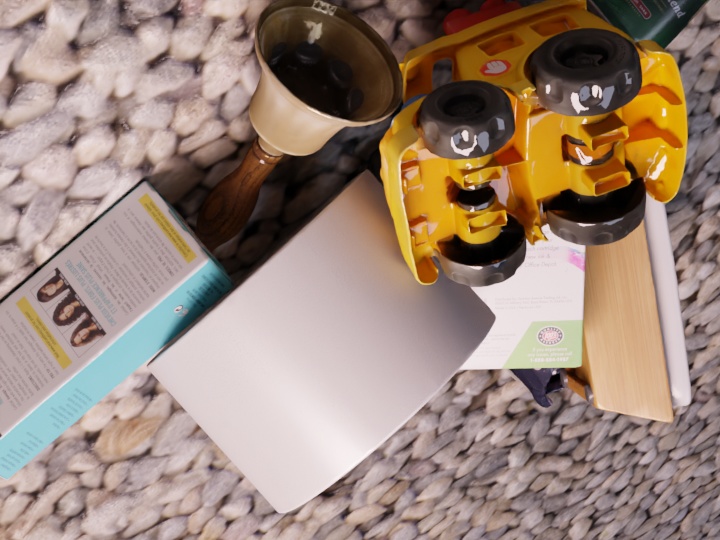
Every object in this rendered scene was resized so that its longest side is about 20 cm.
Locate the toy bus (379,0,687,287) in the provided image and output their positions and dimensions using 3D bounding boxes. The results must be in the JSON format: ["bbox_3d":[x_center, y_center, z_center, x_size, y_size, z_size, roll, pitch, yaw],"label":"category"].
[{"bbox_3d":[0.088,-0.106,1.304,0.200,0.192,0.136,-21,133,-13],"label":"toy bus"}]

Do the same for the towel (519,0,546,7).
[{"bbox_3d":[0.139,-0.131,1.483,0.132,0.034,0.200,-15,141,-38],"label":"towel"}]

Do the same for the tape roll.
[{"bbox_3d":[-0.027,0.049,1.342,0.203,0.139,0.203,-41,-177,3],"label":"tape roll"}]

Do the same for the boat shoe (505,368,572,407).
[{"bbox_3d":[0.144,0.037,1.650,0.075,0.093,0.200,-35,150,-9],"label":"boat shoe"}]

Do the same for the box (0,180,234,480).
[{"bbox_3d":[-0.186,0.040,1.290,0.200,0.082,0.049,-40,151,0],"label":"box"}]

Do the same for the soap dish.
[{"bbox_3d":[0.197,0.015,1.557,0.081,0.200,0.157,-10,-174,-4],"label":"soap dish"}]

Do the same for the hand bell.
[{"bbox_3d":[-0.062,-0.076,1.299,0.104,0.104,0.200,-12,152,-39],"label":"hand bell"}]

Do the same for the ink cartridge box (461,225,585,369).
[{"bbox_3d":[0.104,-0.031,1.442,0.117,0.067,0.200,-1,111,-2],"label":"ink cartridge box"}]

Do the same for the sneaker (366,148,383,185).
[{"bbox_3d":[0.000,0.000,1.460,0.090,0.066,0.200,-2,124,-3],"label":"sneaker"}]

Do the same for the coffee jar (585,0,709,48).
[{"bbox_3d":[0.231,-0.240,1.366,0.200,0.104,0.085,-42,-173,-2],"label":"coffee jar"}]
